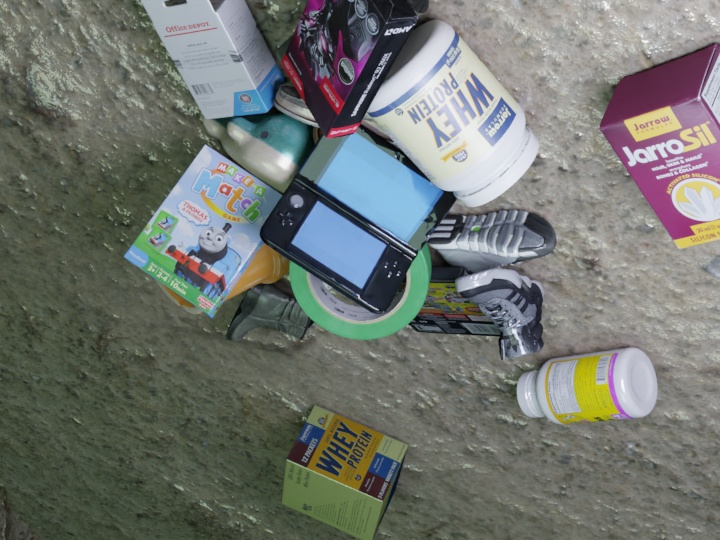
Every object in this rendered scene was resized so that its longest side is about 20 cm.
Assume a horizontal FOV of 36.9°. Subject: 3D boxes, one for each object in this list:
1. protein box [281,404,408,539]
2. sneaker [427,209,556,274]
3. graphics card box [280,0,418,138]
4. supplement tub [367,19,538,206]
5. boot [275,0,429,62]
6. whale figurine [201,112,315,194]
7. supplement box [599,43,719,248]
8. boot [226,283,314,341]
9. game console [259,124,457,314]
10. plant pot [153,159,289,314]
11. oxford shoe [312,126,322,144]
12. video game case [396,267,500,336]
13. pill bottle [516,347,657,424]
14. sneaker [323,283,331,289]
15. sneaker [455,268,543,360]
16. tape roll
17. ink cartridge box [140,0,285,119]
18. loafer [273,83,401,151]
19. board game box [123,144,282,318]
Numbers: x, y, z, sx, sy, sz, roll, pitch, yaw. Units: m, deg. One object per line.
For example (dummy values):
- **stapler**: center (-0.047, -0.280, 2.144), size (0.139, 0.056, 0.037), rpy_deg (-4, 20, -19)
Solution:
- **protein box**: center (-0.034, 0.401, 2.121), size (0.200, 0.135, 0.199), rpy_deg (22, 143, 9)
- **sneaker**: center (0.200, -0.025, 1.534), size (0.200, 0.075, 0.116), rpy_deg (7, 146, 37)
- **graphics card box**: center (-0.018, -0.262, 1.241), size (0.126, 0.051, 0.200), rpy_deg (61, 144, 20)
- **supplement tub**: center (0.110, -0.190, 1.328), size (0.200, 0.145, 0.145), rpy_deg (44, 141, -19)
- **boot**: center (-0.037, -0.321, 1.327), size (0.182, 0.073, 0.200), rpy_deg (44, 139, -19)
- **whale figurine**: center (-0.136, -0.187, 1.550), size (0.200, 0.104, 0.159), rpy_deg (32, 175, 35)
- **supplement box**: center (0.389, -0.137, 1.240), size (0.131, 0.103, 0.200), rpy_deg (-15, 124, 45)
- **boot**: center (-0.156, 0.093, 1.906), size (0.131, 0.068, 0.200), rpy_deg (27, 145, -6)
- **game console**: center (-0.002, -0.073, 1.421), size (0.200, 0.171, 0.118), rpy_deg (33, 143, -4)
- **plant pot**: center (-0.219, -0.037, 1.649), size (0.200, 0.183, 0.200), rpy_deg (34, 148, 25)
- **oxford shoe**: center (0.015, -0.148, 1.510), size (0.071, 0.071, 0.200), rpy_deg (-21, 132, 40)
- **video game case**: center (0.119, 0.048, 1.647), size (0.200, 0.026, 0.181), rpy_deg (0, 151, 41)
- **pill bottle**: center (0.340, 0.179, 1.641), size (0.200, 0.104, 0.104), rpy_deg (-13, 126, 43)
- **sneaker**: center (-0.058, -0.006, 1.649), size (0.073, 0.085, 0.200), rpy_deg (31, 145, -4)
- **sneaker**: center (0.205, 0.064, 1.520), size (0.075, 0.114, 0.200), rpy_deg (-17, 162, 33)
- **tape roll**: center (0.000, 0.000, 1.540), size (0.200, 0.048, 0.201), rpy_deg (4, 114, 8)
- **ink cartridge box**: center (-0.196, -0.308, 1.455), size (0.116, 0.067, 0.200), rpy_deg (0, 132, 33)
- **loafer**: center (-0.016, -0.221, 1.451), size (0.200, 0.072, 0.063), rpy_deg (19, 125, 3)
- **board game box**: center (-0.217, -0.057, 1.541), size (0.151, 0.200, 0.037), rpy_deg (33, 171, 8)
